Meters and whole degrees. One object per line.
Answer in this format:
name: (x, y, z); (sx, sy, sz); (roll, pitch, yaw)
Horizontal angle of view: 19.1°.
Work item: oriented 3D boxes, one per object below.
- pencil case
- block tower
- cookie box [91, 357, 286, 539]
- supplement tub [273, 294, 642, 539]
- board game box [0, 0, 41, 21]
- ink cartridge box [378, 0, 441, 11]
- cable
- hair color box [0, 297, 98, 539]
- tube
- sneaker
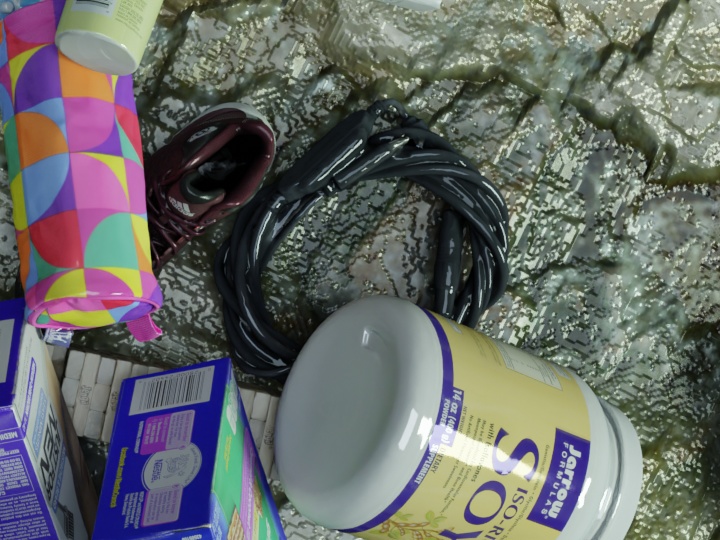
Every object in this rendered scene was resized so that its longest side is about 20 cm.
pencil case: (-0.166, -0.058, 1.256); (0.088, 0.088, 0.202); (-6, 75, -10)
block tower: (-0.133, 0.086, 1.352); (0.198, 0.058, 0.054); (13, 92, -12)
cookie box: (-0.091, 0.185, 1.273); (0.075, 0.172, 0.201); (-10, 120, 7)
supplement tub: (0.062, 0.111, 1.324); (0.199, 0.145, 0.146); (22, 89, -33)
board game box: (-0.267, -0.212, 1.252); (0.199, 0.026, 0.202); (-27, 113, -43)
ink cartridge box: (-0.032, -0.255, 1.337); (0.198, 0.085, 0.146); (13, 91, -10)
cable: (0.000, 0.000, 1.382); (0.200, 0.051, 0.163); (-45, 105, -8)
hair color box: (-0.201, 0.131, 1.270); (0.064, 0.110, 0.201); (-9, 124, 3)
tube: (-0.123, -0.211, 1.245); (0.058, 0.052, 0.201); (38, 60, -48)
sneaker: (-0.131, -0.034, 1.314); (0.200, 0.115, 0.076); (-43, 100, -6)
